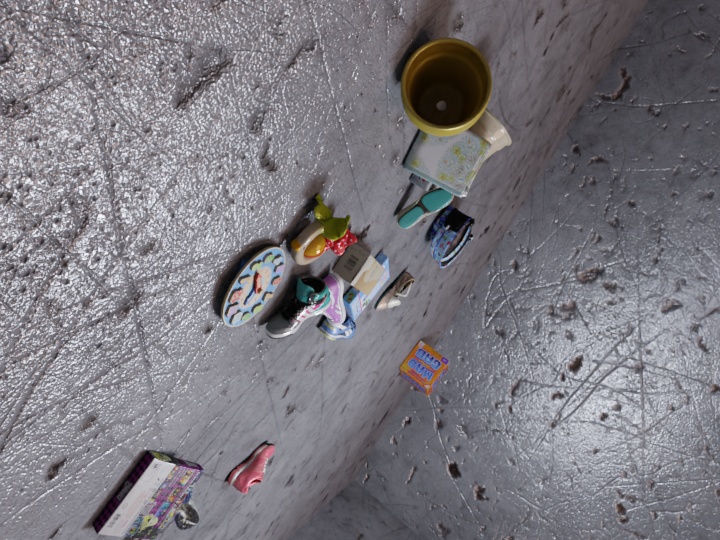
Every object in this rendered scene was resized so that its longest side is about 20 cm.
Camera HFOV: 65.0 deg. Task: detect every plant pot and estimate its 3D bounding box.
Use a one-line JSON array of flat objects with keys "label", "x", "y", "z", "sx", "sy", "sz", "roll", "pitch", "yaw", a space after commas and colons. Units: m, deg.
[{"label": "plant pot", "x": 0.302, "y": -0.368, "z": 1.636, "sx": 0.184, "sy": 0.201, "sz": 0.200, "roll": -46, "pitch": 161, "yaw": 7}, {"label": "plant pot", "x": 0.192, "y": -0.404, "z": 1.312, "sx": 0.202, "sy": 0.199, "sz": 0.189, "roll": -56, "pitch": 177, "yaw": 3}]

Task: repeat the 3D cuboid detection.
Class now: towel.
[{"label": "towel", "x": 0.239, "y": -0.315, "z": 1.548, "sx": 0.173, "sy": 0.198, "sz": 0.048, "roll": -63, "pitch": -173, "yaw": 16}]

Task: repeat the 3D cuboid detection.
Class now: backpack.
[{"label": "backpack", "x": 0.331, "y": -0.119, "z": 2.146, "sx": 0.201, "sy": 0.134, "sz": 0.183, "roll": -52, "pitch": 161, "yaw": -11}]

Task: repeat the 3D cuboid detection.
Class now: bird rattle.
[{"label": "bird rattle", "x": -0.097, "y": -0.080, "z": 1.313, "sx": 0.162, "sy": 0.113, "sz": 0.200, "roll": -38, "pitch": 170, "yaw": -12}]

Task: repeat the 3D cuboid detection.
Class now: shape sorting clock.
[{"label": "shape sorting clock", "x": -0.227, "y": 0.037, "z": 1.219, "sx": 0.200, "sy": 0.039, "sz": 0.201, "roll": -47, "pitch": 159, "yaw": -24}]

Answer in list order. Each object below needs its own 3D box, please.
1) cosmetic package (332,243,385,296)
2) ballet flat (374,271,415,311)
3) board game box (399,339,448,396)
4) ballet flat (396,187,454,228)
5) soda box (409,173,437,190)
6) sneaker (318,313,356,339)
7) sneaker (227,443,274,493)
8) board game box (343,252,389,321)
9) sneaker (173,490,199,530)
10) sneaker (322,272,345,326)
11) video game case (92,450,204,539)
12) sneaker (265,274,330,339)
[{"label": "cosmetic package", "x": 0.000, "y": 0.000, "z": 1.647, "sx": 0.106, "sy": 0.071, "sz": 0.200, "roll": -56, "pitch": 161, "yaw": 0}, {"label": "ballet flat", "x": 0.135, "y": 0.088, "z": 2.113, "sx": 0.200, "sy": 0.067, "sz": 0.068, "roll": -49, "pitch": 159, "yaw": -18}, {"label": "board game box", "x": 0.359, "y": 0.553, "z": 3.183, "sx": 0.200, "sy": 0.199, "sz": 0.201, "roll": -49, "pitch": 160, "yaw": -14}, {"label": "ballet flat", "x": 0.193, "y": -0.198, "z": 1.707, "sx": 0.198, "sy": 0.070, "sz": 0.069, "roll": -29, "pitch": 169, "yaw": 22}, {"label": "soda box", "x": 0.224, "y": -0.287, "z": 1.734, "sx": 0.199, "sy": 0.063, "sz": 0.069, "roll": -12, "pitch": 133, "yaw": -63}, {"label": "sneaker", "x": -0.056, "y": 0.167, "z": 1.781, "sx": 0.083, "sy": 0.073, "sz": 0.200, "roll": -61, "pitch": 161, "yaw": 10}, {"label": "sneaker", "x": -0.341, "y": 0.655, "z": 1.858, "sx": 0.199, "sy": 0.086, "sz": 0.074, "roll": -35, "pitch": 154, "yaw": -45}, {"label": "board game box", "x": 0.022, "y": 0.056, "z": 1.841, "sx": 0.200, "sy": 0.036, "sz": 0.152, "roll": -49, "pitch": 160, "yaw": -17}, {"label": "sneaker", "x": -0.471, "y": 0.570, "z": 1.452, "sx": 0.076, "sy": 0.085, "sz": 0.203, "roll": -14, "pitch": 119, "yaw": -26}, {"label": "sneaker", "x": -0.104, "y": 0.104, "z": 1.583, "sx": 0.114, "sy": 0.072, "sz": 0.202, "roll": -39, "pitch": 144, "yaw": -31}, {"label": "video game case", "x": -0.487, "y": 0.527, "z": 1.318, "sx": 0.201, "sy": 0.036, "sz": 0.181, "roll": -54, "pitch": 143, "yaw": -7}, {"label": "sneaker", "x": -0.152, "y": 0.079, "z": 1.399, "sx": 0.199, "sy": 0.083, "sz": 0.122, "roll": -34, "pitch": 145, "yaw": -32}]
